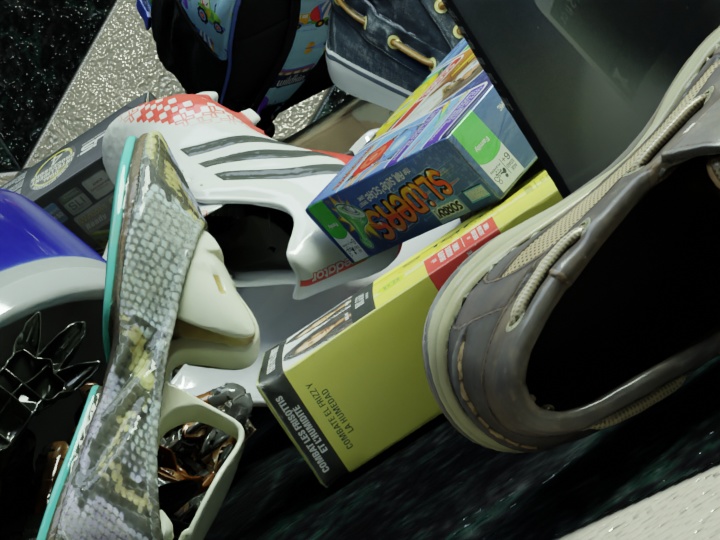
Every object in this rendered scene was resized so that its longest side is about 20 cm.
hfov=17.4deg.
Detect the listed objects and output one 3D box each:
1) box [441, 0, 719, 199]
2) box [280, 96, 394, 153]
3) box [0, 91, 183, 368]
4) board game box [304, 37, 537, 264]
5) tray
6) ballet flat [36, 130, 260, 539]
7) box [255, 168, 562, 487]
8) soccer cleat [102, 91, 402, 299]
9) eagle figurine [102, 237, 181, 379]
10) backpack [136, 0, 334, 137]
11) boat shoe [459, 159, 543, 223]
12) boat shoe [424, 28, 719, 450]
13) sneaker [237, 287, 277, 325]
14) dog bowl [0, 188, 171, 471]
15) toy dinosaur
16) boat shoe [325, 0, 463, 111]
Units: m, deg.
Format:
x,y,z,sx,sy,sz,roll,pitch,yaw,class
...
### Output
x,y,z,sx,sy,sz,roll,pitch,yaw,class
0.125,-0.116,0.768,0.199,0.199,0.123,-33,8,4,box
-0.002,-0.045,1.349,0.199,0.095,0.078,-29,7,43,box
-0.143,0.013,1.302,0.199,0.161,0.049,-30,29,22,box
0.074,-0.093,0.995,0.200,0.034,0.135,-48,11,-25,board game box
0.000,0.000,1.087,0.107,0.022,0.200,-3,39,40,tray
-0.073,0.042,0.880,0.072,0.072,0.202,-26,46,47,ballet flat
0.056,0.003,0.894,0.199,0.050,0.075,-33,6,5,box
-0.065,-0.032,1.088,0.199,0.069,0.085,18,39,41,soccer cleat
-0.160,0.052,1.194,0.198,0.152,0.152,-9,6,11,eagle figurine
-0.032,-0.190,1.333,0.182,0.135,0.200,-30,-19,-19,backpack
0.127,-0.078,1.040,0.199,0.075,0.073,-32,7,7,boat shoe
0.109,-0.016,0.667,0.200,0.075,0.073,-43,15,-5,boat shoe
0.007,-0.018,1.177,0.115,0.076,0.200,-32,4,28,sneaker
-0.178,0.067,0.999,0.200,0.079,0.201,-38,-29,-25,dog bowl
-0.121,0.104,0.955,0.200,0.102,0.136,-54,-6,-31,toy dinosaur
0.058,-0.118,1.190,0.199,0.091,0.071,22,39,35,boat shoe
